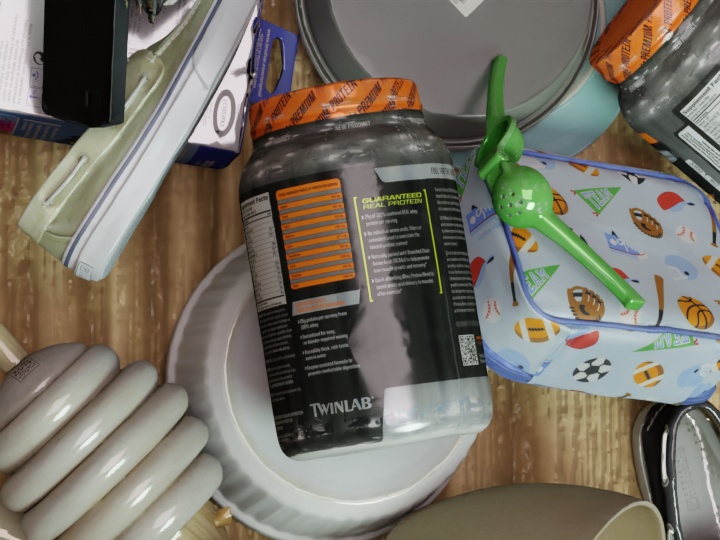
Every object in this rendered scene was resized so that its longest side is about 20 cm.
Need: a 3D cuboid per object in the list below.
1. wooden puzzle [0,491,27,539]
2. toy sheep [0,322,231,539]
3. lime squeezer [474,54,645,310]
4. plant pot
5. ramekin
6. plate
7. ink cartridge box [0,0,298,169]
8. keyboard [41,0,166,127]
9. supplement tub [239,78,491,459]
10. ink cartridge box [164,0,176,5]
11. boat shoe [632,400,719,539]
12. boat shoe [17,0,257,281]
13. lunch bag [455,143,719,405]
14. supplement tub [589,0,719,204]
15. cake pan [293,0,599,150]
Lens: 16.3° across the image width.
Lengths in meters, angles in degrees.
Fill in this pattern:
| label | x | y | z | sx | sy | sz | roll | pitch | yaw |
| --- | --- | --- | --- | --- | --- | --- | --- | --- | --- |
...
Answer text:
| label | x | y | z | sx | sy | sz | roll | pitch | yaw |
| --- | --- | --- | --- | --- | --- | --- | --- | --- | --- |
| wooden puzzle | -0.294 | 0.206 | 1.469 | 0.185 | 0.037 | 0.200 | 20 | 79 | -9 |
| toy sheep | -0.153 | 0.108 | 1.461 | 0.200 | 0.138 | 0.138 | 43 | 77 | -4 |
| lime squeezer | 0.099 | -0.061 | 1.469 | 0.071 | 0.038 | 0.200 | -5 | 51 | -29 |
| plant pot | 0.077 | 0.209 | 1.492 | 0.134 | 0.200 | 0.201 | 19 | 77 | 26 |
| ramekin | -0.014 | 0.066 | 1.519 | 0.202 | 0.094 | 0.203 | 1 | 84 | -12 |
| plate | 0.089 | -0.161 | 1.605 | 0.200 | 0.026 | 0.201 | 2 | 82 | -12 |
| ink cartridge box | -0.134 | -0.140 | 1.525 | 0.200 | 0.076 | 0.137 | 9 | 82 | -10 |
| keyboard | -0.135 | -0.177 | 1.399 | 0.040 | 0.104 | 0.200 | -8 | 109 | -38 |
| supplement tub | 0.000 | 0.000 | 1.411 | 0.122 | 0.123 | 0.200 | -7 | 85 | -13 |
| ink cartridge box | -0.098 | -0.266 | 1.489 | 0.146 | 0.084 | 0.200 | 36 | 52 | 16 |
| boat shoe | 0.224 | 0.175 | 1.577 | 0.074 | 0.060 | 0.200 | -11 | 86 | -15 |
| boat shoe | -0.126 | -0.091 | 1.450 | 0.062 | 0.072 | 0.200 | 31 | 80 | -3 |
| lunch bag | 0.144 | -0.001 | 1.531 | 0.200 | 0.076 | 0.160 | 10 | 45 | -32 |
| supplement tub | 0.249 | -0.102 | 1.579 | 0.200 | 0.123 | 0.123 | 40 | 77 | -9 |
| cake pan | 0.059 | -0.177 | 1.568 | 0.200 | 0.037 | 0.201 | 1 | 84 | -12 |
